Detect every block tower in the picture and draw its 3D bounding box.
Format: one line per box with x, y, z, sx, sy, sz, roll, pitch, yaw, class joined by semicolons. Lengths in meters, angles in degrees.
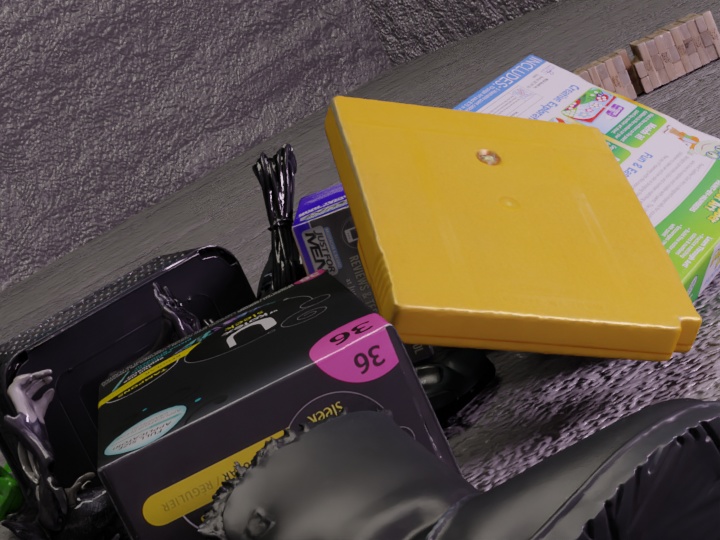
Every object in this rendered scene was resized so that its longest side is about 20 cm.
0.306;-0.225;1.744;0.198;0.054;0.058;-25;11;5;block tower

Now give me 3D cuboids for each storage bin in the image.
-0.166;0.082;1.136;0.199;0.136;0.093;-31;12;-28;storage bin

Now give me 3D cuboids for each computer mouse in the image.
-0.063;-0.012;1.194;0.045;0.142;0.200;-5;-17;2;computer mouse

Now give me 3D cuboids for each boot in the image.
0.042;0.097;0.623;0.198;0.074;0.162;-36;33;-21;boot

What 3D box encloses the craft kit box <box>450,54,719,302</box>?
0.146;-0.055;0.993;0.196;0.049;0.200;25;36;22;craft kit box

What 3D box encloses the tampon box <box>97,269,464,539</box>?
-0.043;0.097;0.788;0.149;0.127;0.200;-27;10;-7;tampon box

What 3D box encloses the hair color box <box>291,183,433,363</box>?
0.000;0.000;1.061;0.064;0.110;0.200;-20;7;0;hair color box

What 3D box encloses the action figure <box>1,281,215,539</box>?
-0.149;0.106;0.940;0.200;0.118;0.102;-49;47;11;action figure

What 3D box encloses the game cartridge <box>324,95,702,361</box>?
0.079;-0.025;0.861;0.174;0.033;0.201;5;37;-16;game cartridge

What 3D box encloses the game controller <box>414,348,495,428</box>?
-0.010;0.097;0.992;0.198;0.043;0.104;-20;-3;27;game controller

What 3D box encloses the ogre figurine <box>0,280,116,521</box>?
-0.238;0.111;1.227;0.097;0.202;0.120;11;-19;-10;ogre figurine
